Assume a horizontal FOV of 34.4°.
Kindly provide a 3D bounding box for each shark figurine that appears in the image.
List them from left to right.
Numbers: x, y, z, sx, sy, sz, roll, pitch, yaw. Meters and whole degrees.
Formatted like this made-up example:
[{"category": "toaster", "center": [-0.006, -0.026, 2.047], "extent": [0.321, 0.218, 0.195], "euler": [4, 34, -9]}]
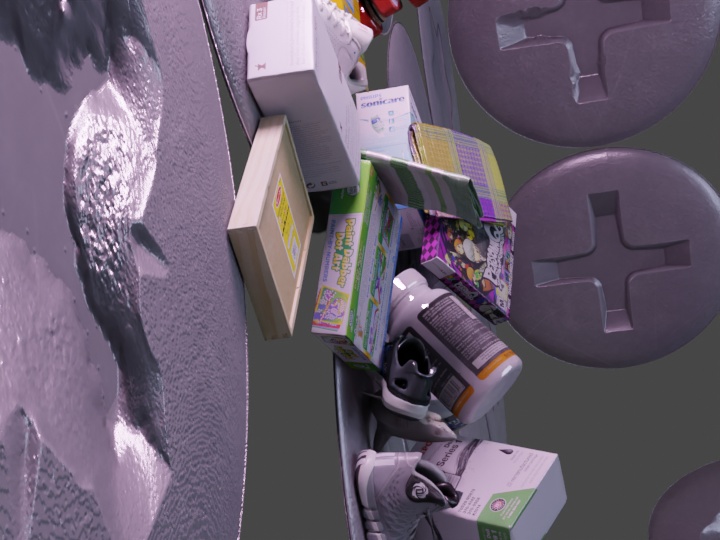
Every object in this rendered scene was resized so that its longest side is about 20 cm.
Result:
[{"category": "shark figurine", "center": [0.039, 0.196, 1.509], "extent": [0.214, 0.127, 0.090], "euler": [-145, -108, -81]}]

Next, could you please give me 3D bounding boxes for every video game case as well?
[{"category": "video game case", "center": [0.164, -0.049, 1.718], "extent": [0.181, 0.036, 0.201], "euler": [38, 46, -34]}]

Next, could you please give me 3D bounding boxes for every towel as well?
[{"category": "towel", "center": [0.043, -0.102, 1.369], "extent": [0.153, 0.198, 0.024], "euler": [50, 58, -70]}, {"category": "towel", "center": [0.144, -0.137, 1.690], "extent": [0.199, 0.023, 0.145], "euler": [4, 68, -49]}]

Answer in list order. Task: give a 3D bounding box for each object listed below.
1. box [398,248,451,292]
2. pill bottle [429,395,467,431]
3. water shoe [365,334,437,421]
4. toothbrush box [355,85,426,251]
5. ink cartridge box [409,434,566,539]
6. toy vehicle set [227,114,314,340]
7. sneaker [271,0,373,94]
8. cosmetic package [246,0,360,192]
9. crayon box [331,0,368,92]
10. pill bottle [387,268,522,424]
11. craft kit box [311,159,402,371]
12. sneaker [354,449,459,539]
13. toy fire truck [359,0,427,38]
[{"category": "box", "center": [0.107, -0.025, 1.823], "extent": [0.200, 0.041, 0.157], "euler": [123, -33, -62]}, {"category": "pill bottle", "center": [0.124, 0.181, 1.806], "extent": [0.200, 0.110, 0.112], "euler": [54, 30, -69]}, {"category": "water shoe", "center": [0.057, 0.116, 1.442], "extent": [0.200, 0.071, 0.079], "euler": [-122, -127, -68]}, {"category": "toothbrush box", "center": [0.052, -0.148, 1.721], "extent": [0.147, 0.084, 0.202], "euler": [57, 28, -65]}, {"category": "ink cartridge box", "center": [0.139, 0.290, 1.480], "extent": [0.146, 0.199, 0.085], "euler": [-45, 130, -43]}, {"category": "toy vehicle set", "center": [-0.080, -0.045, 1.100], "extent": [0.201, 0.026, 0.125], "euler": [-83, 162, -54]}, {"category": "sneaker", "center": [-0.038, -0.271, 1.285], "extent": [0.201, 0.098, 0.078], "euler": [69, 17, -52]}, {"category": "cosmetic package", "center": [-0.055, -0.178, 1.208], "extent": [0.200, 0.073, 0.102], "euler": [67, 18, -59]}, {"category": "crayon box", "center": [-0.035, -0.336, 1.481], "extent": [0.126, 0.051, 0.202], "euler": [33, 50, -76]}, {"category": "pill bottle", "center": [0.110, 0.098, 1.550], "extent": [0.200, 0.116, 0.116], "euler": [44, -1, 18]}, {"category": "craft kit box", "center": [0.000, 0.000, 1.349], "extent": [0.198, 0.048, 0.202], "euler": [59, 38, -71]}, {"category": "sneaker", "center": [0.066, 0.303, 1.396], "extent": [0.075, 0.114, 0.202], "euler": [-77, 157, -62]}, {"category": "toy fire truck", "center": [0.017, -0.459, 1.759], "extent": [0.168, 0.112, 0.200], "euler": [53, 20, -17]}]
